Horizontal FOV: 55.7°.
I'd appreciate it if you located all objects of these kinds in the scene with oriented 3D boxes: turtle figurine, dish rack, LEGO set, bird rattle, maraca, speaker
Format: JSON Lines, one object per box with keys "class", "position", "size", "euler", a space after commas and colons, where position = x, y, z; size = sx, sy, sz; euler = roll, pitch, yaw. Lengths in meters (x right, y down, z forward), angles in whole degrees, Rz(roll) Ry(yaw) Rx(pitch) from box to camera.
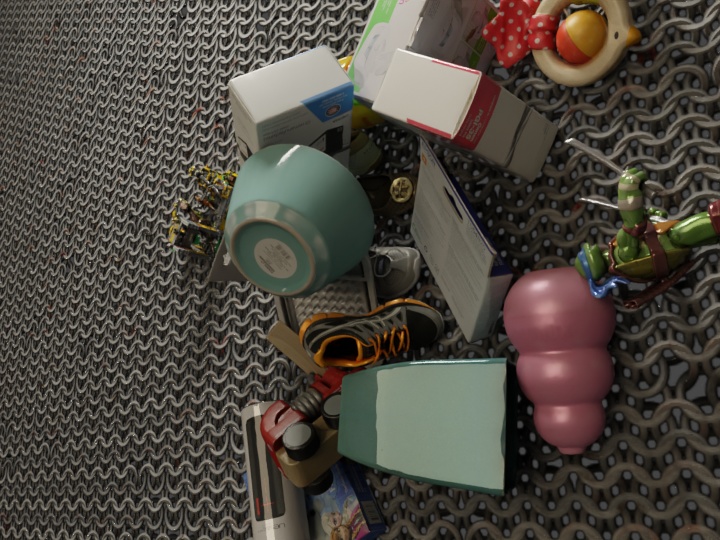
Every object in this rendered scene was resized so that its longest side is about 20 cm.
{"class": "turtle figurine", "position": [0.314, -0.071, 0.705], "size": [0.192, 0.145, 0.202], "euler": [-9, 45, 21]}
{"class": "dish rack", "position": [-0.045, 0.044, 0.994], "size": [0.170, 0.044, 0.202], "euler": [2, 116, 25]}
{"class": "LEGO set", "position": [-0.316, -0.112, 1.290], "size": [0.154, 0.115, 0.201], "euler": [39, 104, 40]}
{"class": "bird rattle", "position": [0.259, -0.309, 0.856], "size": [0.199, 0.112, 0.164], "euler": [-35, 75, 33]}
{"class": "maraca", "position": [-0.016, -0.282, 1.069], "size": [0.199, 0.136, 0.108], "euler": [30, 125, 50]}
{"class": "speaker", "position": [-0.124, 0.297, 0.985], "size": [0.081, 0.081, 0.202], "euler": [-27, 61, 33]}

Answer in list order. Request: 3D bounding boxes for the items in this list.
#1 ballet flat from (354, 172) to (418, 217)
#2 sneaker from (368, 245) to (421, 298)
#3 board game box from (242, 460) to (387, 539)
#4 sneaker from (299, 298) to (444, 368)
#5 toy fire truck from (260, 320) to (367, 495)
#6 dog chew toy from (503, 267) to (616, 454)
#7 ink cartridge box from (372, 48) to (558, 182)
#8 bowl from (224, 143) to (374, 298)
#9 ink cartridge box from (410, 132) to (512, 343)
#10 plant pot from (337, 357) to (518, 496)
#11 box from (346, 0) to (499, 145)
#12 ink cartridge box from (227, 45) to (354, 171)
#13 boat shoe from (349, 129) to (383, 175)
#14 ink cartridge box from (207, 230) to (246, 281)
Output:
{"class": "ballet flat", "position": [0.010, -0.121, 1.054], "size": [0.198, 0.046, 0.068], "euler": [8, 83, 42]}
{"class": "sneaker", "position": [0.000, 0.000, 1.008], "size": [0.198, 0.082, 0.076], "euler": [-6, 75, 40]}
{"class": "board game box", "position": [-0.077, 0.342, 1.013], "size": [0.199, 0.043, 0.201], "euler": [-46, 52, 24]}
{"class": "sneaker", "position": [0.019, 0.094, 0.916], "size": [0.077, 0.197, 0.079], "euler": [-111, 13, -66]}
{"class": "toy fire truck", "position": [-0.077, 0.178, 0.959], "size": [0.175, 0.130, 0.199], "euler": [-35, 38, -24]}
{"class": "dog chew toy", "position": [0.227, 0.101, 0.763], "size": [0.124, 0.124, 0.203], "euler": [-10, 80, 39]}
{"class": "ink cartridge box", "position": [0.136, -0.191, 0.860], "size": [0.146, 0.199, 0.084], "euler": [31, 101, 41]}
{"class": "bowl", "position": [-0.091, -0.045, 0.857], "size": [0.199, 0.202, 0.105], "euler": [-24, 23, 34]}
{"class": "ink cartridge box", "position": [0.123, -0.041, 0.856], "size": [0.040, 0.201, 0.201], "euler": [-18, 59, -11]}
{"class": "plant pot", "position": [0.080, 0.178, 0.808], "size": [0.197, 0.141, 0.143], "euler": [0, 78, 18]}
{"class": "box", "position": [0.092, -0.298, 0.942], "size": [0.096, 0.175, 0.202], "euler": [30, 100, 41]}
{"class": "ink cartridge box", "position": [-0.092, -0.186, 0.939], "size": [0.144, 0.201, 0.084], "euler": [-27, 65, -18]}
{"class": "boat shoe", "position": [-0.055, -0.194, 1.103], "size": [0.198, 0.067, 0.074], "euler": [0, 48, 37]}
{"class": "ink cartridge box", "position": [-0.138, -0.048, 1.046], "size": [0.067, 0.198, 0.116], "euler": [60, 137, 33]}
